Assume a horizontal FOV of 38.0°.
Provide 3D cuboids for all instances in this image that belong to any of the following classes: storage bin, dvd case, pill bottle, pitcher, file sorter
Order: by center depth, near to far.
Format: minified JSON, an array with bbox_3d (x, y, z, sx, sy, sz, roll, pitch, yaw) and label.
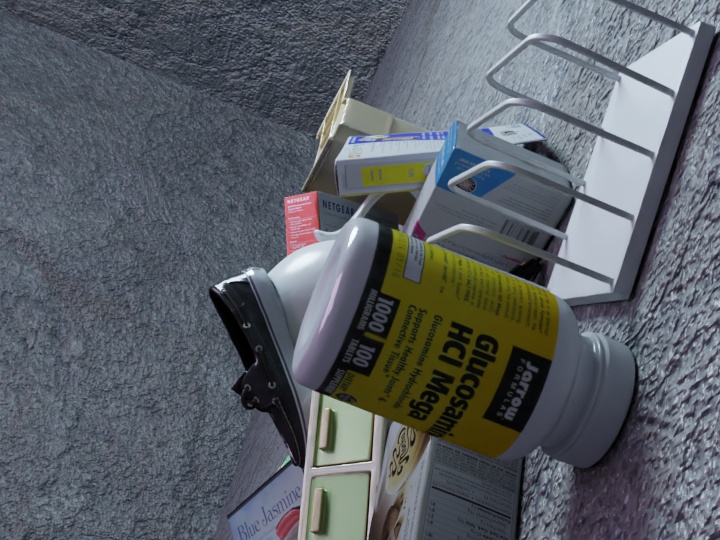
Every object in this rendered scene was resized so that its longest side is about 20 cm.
[{"bbox_3d":[0.065,0.052,0.664,0.112,0.199,0.113,-159,90,-83],"label":"pill bottle"},{"bbox_3d":[0.146,-0.091,0.768,0.139,0.124,0.201,158,133,-79],"label":"file sorter"},{"bbox_3d":[-0.064,0.302,1.039,0.143,0.017,0.201,-45,54,34],"label":"dvd case"},{"bbox_3d":[0.000,0.000,1.059,0.121,0.198,0.173,132,122,-66],"label":"pitcher"},{"bbox_3d":[0.047,-0.140,1.309,0.199,0.199,0.094,129,159,-67],"label":"storage bin"}]

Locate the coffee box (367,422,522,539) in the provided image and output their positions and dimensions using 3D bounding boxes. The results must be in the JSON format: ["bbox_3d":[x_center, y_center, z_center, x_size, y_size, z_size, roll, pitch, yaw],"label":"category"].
[{"bbox_3d":[0.061,0.184,0.789,0.113,0.079,0.201,122,167,-46],"label":"coffee box"}]

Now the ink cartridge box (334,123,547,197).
[{"bbox_3d":[0.079,-0.115,1.061,0.198,0.198,0.047,-75,-17,-77],"label":"ink cartridge box"}]

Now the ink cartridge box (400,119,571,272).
[{"bbox_3d":[0.096,-0.021,0.961,0.068,0.114,0.201,-80,13,-59],"label":"ink cartridge box"}]

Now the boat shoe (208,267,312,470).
[{"bbox_3d":[-0.091,0.095,0.974,0.070,0.066,0.201,137,116,-68],"label":"boat shoe"}]

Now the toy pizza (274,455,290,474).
[{"bbox_3d":[-0.034,0.224,1.128,0.199,0.032,0.201,-28,24,14],"label":"toy pizza"}]

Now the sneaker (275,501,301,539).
[{"bbox_3d":[0.021,0.213,0.979,0.200,0.087,0.074,-38,-11,2],"label":"sneaker"}]

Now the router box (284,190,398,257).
[{"bbox_3d":[-0.015,0.010,1.264,0.200,0.049,0.181,10,-106,-60],"label":"router box"}]

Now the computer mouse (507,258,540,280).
[{"bbox_3d":[0.085,0.036,0.861,0.200,0.034,0.059,-35,-17,-42],"label":"computer mouse"}]

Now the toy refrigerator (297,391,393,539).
[{"bbox_3d":[-0.003,0.160,0.912,0.070,0.075,0.201,49,-142,-50],"label":"toy refrigerator"}]
